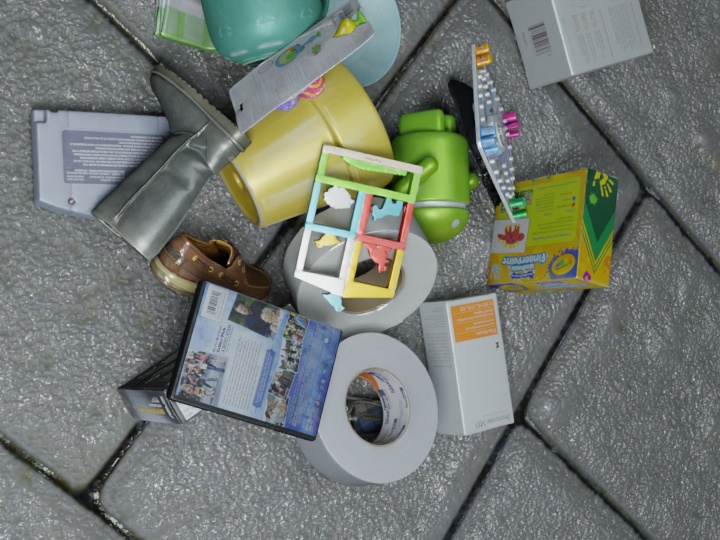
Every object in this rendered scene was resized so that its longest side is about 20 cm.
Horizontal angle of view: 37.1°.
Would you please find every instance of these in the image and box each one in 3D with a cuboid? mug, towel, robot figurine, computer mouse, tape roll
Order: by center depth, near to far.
[{"bbox_3d":[-0.110,-0.335,1.400,0.185,0.152,0.115,-14,97,-15],"label":"mug"},{"bbox_3d":[0.006,0.188,1.446,0.200,0.066,0.201,11,70,-31],"label":"tape roll"},{"bbox_3d":[-0.199,-0.395,1.451,0.149,0.031,0.201,9,81,-31],"label":"towel"},{"bbox_3d":[0.000,0.000,1.451,0.202,0.203,0.071,8,38,-32],"label":"tape roll"},{"bbox_3d":[0.101,-0.131,1.571,0.175,0.115,0.201,9,79,-64],"label":"robot figurine"},{"bbox_3d":[0.191,-0.197,1.651,0.140,0.046,0.200,50,22,-63],"label":"computer mouse"}]

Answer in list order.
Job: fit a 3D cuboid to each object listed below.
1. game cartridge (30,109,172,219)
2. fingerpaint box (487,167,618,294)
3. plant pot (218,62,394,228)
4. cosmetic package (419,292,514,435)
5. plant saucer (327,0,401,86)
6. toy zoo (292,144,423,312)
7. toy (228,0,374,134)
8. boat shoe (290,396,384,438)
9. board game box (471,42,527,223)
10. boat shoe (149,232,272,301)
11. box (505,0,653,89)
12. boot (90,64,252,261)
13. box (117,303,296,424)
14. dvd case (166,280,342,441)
[{"bbox_3d":[-0.313,-0.131,1.351,0.200,0.041,0.133,-1,83,-33],"label":"game cartridge"},{"bbox_3d":[0.292,-0.055,1.639,0.073,0.200,0.167,14,78,-32],"label":"fingerpaint box"},{"bbox_3d":[-0.086,-0.158,1.418,0.189,0.201,0.201,-30,103,-15],"label":"plant pot"},{"bbox_3d":[0.159,0.139,1.613,0.101,0.071,0.201,-9,91,-33],"label":"cosmetic package"},{"bbox_3d":[-0.033,-0.359,1.551,0.201,0.039,0.202,3,85,-33],"label":"plant saucer"},{"bbox_3d":[-0.007,-0.046,1.343,0.131,0.020,0.201,11,95,-9],"label":"toy zoo"},{"bbox_3d":[-0.065,-0.242,1.314,0.200,0.115,0.047,-37,126,13],"label":"toy"},{"bbox_3d":[-0.023,0.203,1.497,0.200,0.057,0.069,6,83,-33],"label":"boat shoe"},{"bbox_3d":[0.209,-0.205,1.605,0.200,0.026,0.200,55,29,-50],"label":"board game box"},{"bbox_3d":[-0.176,-0.002,1.371,0.068,0.072,0.200,-54,146,14],"label":"boat shoe"},{"bbox_3d":[0.362,-0.401,1.770,0.200,0.106,0.153,-20,96,-32],"label":"box"},{"bbox_3d":[-0.255,-0.135,1.326,0.182,0.073,0.200,42,89,22],"label":"boot"},{"bbox_3d":[-0.186,0.115,1.338,0.200,0.158,0.048,-35,103,-31],"label":"box"},{"bbox_3d":[-0.122,0.110,1.275,0.200,0.018,0.143,22,74,-30],"label":"dvd case"}]
